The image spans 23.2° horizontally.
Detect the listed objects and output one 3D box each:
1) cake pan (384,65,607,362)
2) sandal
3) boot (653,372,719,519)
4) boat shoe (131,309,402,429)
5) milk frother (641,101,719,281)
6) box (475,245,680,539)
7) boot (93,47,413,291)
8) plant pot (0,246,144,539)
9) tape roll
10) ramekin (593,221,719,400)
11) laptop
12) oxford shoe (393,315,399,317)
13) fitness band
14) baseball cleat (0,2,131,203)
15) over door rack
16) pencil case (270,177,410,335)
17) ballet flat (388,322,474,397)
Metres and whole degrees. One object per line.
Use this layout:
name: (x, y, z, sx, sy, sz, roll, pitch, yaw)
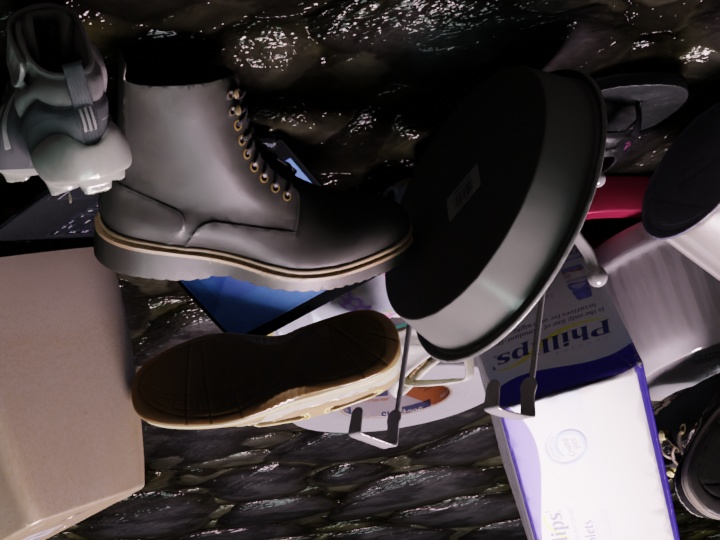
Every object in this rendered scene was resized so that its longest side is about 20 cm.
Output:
cake pan: (0.077, -0.042, 1.091, 0.037, 0.202, 0.200, 26, 146, -22)
sandal: (0.133, -0.083, 1.193, 0.199, 0.048, 0.075, -19, 158, 25)
boot: (0.259, 0.130, 1.297, 0.203, 0.074, 0.154, -41, -176, -39)
boat shoe: (-0.064, 0.083, 1.265, 0.198, 0.075, 0.066, -9, 152, 8)
milk frother: (0.329, -0.066, 1.229, 0.188, 0.201, 0.180, 34, 135, -20)
box: (0.147, 0.099, 1.278, 0.104, 0.200, 0.185, -17, 122, 2)
boot: (-0.058, -0.064, 1.059, 0.198, 0.078, 0.139, -2, 125, -17)
plant pot: (-0.268, 0.110, 1.246, 0.199, 0.178, 0.199, -30, 171, 26)
tape roll: (0.028, 0.088, 1.597, 0.198, 0.067, 0.200, -8, 161, -3)
ramekin: (0.277, 0.026, 1.379, 0.198, 0.106, 0.200, -14, 160, -5)
laptop: (-0.117, -0.014, 1.184, 0.199, 0.104, 0.177, -4, 162, -45)
oxford shoe: (0.030, 0.012, 1.399, 0.075, 0.058, 0.199, 4, 159, -42)
fitness band: (0.196, -0.033, 1.388, 0.198, 0.038, 0.144, -2, 156, -23)
baseball cleat: (-0.175, -0.098, 0.992, 0.069, 0.107, 0.200, -15, -166, -25)
over door rack: (0.084, 0.027, 1.152, 0.066, 0.201, 0.147, 36, 148, -27)
pencil case: (0.000, 0.000, 1.314, 0.090, 0.084, 0.200, 17, 149, -34)
ballet flat: (0.090, 0.052, 1.406, 0.199, 0.070, 0.069, -26, 155, 35)
